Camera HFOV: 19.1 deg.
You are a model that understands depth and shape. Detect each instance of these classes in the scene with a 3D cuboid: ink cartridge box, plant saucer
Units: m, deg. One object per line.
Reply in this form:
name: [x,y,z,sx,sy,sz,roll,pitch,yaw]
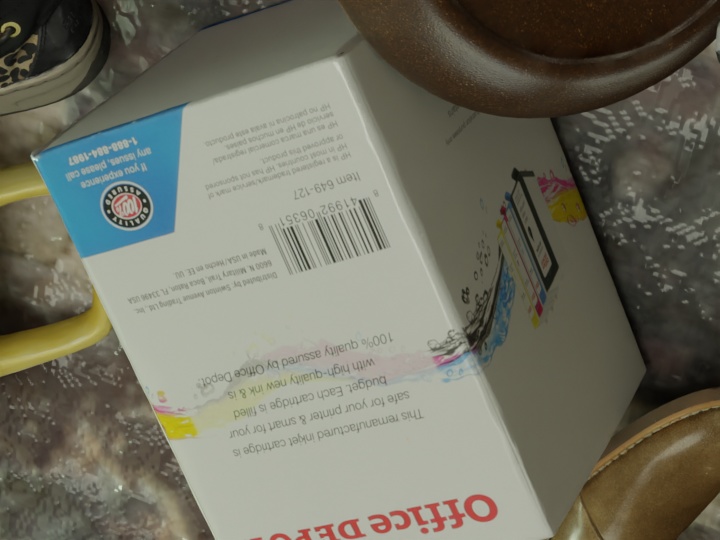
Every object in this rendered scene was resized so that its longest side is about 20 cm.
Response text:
ink cartridge box: [0.000,0.000,0.848,0.146,0.145,0.201,-14,108,30]
plant saucer: [0.077,-0.145,0.734,0.199,0.032,0.202,-8,113,-20]

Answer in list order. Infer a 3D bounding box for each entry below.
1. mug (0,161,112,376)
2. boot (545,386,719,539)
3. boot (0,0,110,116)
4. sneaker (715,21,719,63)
mug: [-0.220,0.021,0.963,0.185,0.150,0.154,6,125,28]
boot: [0.108,0.127,0.891,0.200,0.073,0.076,-52,45,33]
boot: [-0.215,-0.110,0.866,0.199,0.074,0.151,-11,151,6]
sneaker: [0.224,-0.091,0.749,0.198,0.076,0.078,-1,104,5]
